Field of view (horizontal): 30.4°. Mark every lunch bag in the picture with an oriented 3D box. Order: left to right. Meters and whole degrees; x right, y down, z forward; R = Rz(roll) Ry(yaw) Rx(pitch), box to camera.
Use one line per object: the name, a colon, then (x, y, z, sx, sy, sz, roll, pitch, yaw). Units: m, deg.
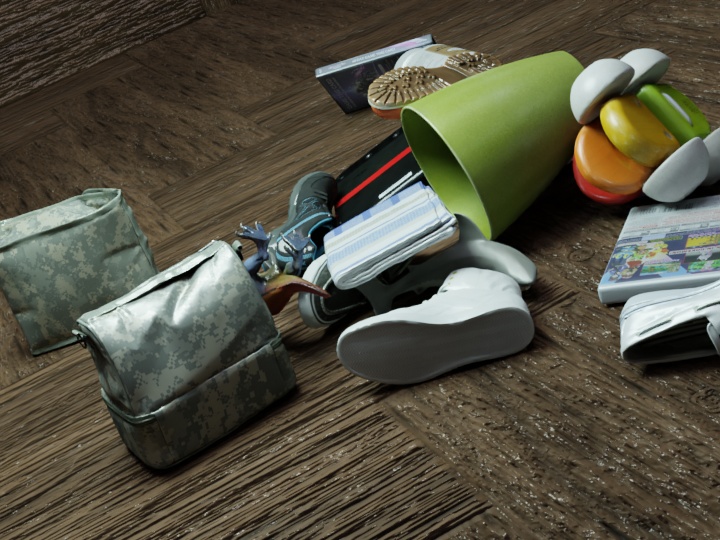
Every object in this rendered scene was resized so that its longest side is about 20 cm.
lunch bag: (-0.367, -0.007, 1.747, 0.197, 0.166, 0.118, -17, 24, 7)
lunch bag: (-0.183, 0.080, 1.390, 0.199, 0.169, 0.139, -29, 24, -20)

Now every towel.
towel: (0.028, -0.041, 1.468, 0.146, 0.024, 0.200, -28, 16, 2)

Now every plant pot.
plant pot: (0.180, -0.164, 1.562, 0.199, 0.188, 0.187, -33, 24, -8)

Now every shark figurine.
shark figurine: (0.098, -0.015, 1.469, 0.212, 0.090, 0.128, -11, 21, 24)

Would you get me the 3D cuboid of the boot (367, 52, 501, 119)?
boot: (0.089, -0.199, 1.648, 0.198, 0.108, 0.075, -16, 40, -34)

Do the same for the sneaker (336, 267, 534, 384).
sneaker: (0.075, 0.054, 1.364, 0.197, 0.075, 0.116, -8, 22, 4)

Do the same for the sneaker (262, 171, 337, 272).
sneaker: (-0.059, -0.059, 1.734, 0.081, 0.074, 0.201, -5, 38, 26)

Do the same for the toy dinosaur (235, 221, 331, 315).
toy dinosaur: (-0.124, 0.033, 1.489, 0.104, 0.183, 0.201, 3, 35, -22)

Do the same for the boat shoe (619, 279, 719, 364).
boat shoe: (0.324, 0.048, 1.175, 0.198, 0.074, 0.067, -18, 35, 33)

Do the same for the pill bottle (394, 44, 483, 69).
pill bottle: (0.127, -0.280, 1.996, 0.113, 0.116, 0.200, -27, 23, -14)

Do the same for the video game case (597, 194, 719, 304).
video game case: (0.357, -0.028, 1.360, 0.198, 0.023, 0.183, -7, 26, 28)

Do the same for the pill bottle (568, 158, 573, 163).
pill bottle: (0.209, -0.194, 1.738, 0.110, 0.112, 0.200, -27, 23, -14)

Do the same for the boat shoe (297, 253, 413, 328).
boat shoe: (0.000, 0.000, 1.536, 0.063, 0.071, 0.200, -7, 24, 38)

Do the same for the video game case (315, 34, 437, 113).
video game case: (0.042, -0.317, 2.156, 0.197, 0.143, 0.019, -14, 68, 16)

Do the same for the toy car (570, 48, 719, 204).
toy car: (0.314, -0.143, 1.498, 0.199, 0.175, 0.150, -23, -23, -49)

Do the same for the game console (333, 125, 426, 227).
game console: (0.046, -0.134, 1.787, 0.199, 0.031, 0.177, -37, 25, 11)
